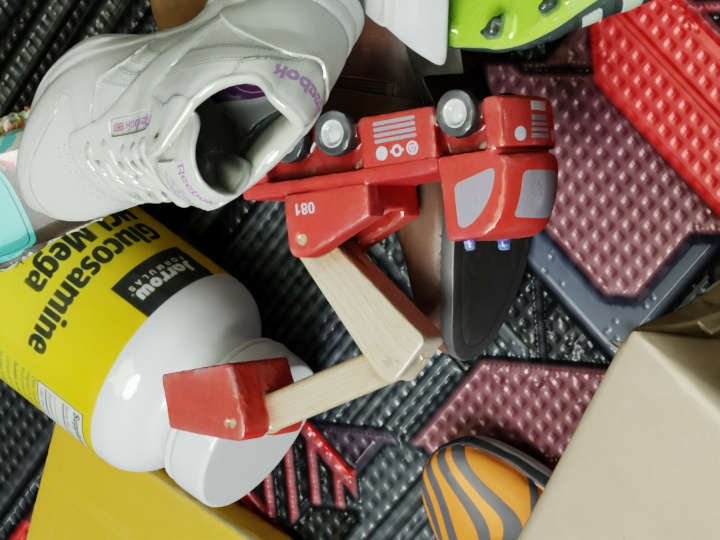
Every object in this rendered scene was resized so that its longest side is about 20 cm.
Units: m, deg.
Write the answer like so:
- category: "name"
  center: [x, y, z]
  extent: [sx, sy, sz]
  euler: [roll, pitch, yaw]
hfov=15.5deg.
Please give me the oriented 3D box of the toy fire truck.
- category: "toy fire truck"
  center: [0.000, 0.000, 1.183]
  extent: [0.199, 0.049, 0.142]
  euler: [-7, 88, 33]

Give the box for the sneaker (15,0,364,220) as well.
- category: "sneaker"
  center: [-0.088, -0.063, 1.165]
  extent: [0.200, 0.100, 0.075]
  euler: [-28, 124, 37]

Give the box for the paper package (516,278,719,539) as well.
- category: "paper package"
  center: [0.174, 0.123, 1.120]
  extent: [0.191, 0.103, 0.200]
  euler: [44, 140, 18]

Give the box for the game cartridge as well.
- category: "game cartridge"
  center: [-0.100, 0.191, 1.415]
  extent: [0.200, 0.032, 0.177]
  euler: [32, 120, 28]

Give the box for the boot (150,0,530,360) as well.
- category: "boot"
  center: [-0.022, -0.052, 1.263]
  extent: [0.199, 0.068, 0.189]
  euler: [-1, 103, 37]

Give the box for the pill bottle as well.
- category: "pill bottle"
  center: [-0.123, 0.028, 1.331]
  extent: [0.200, 0.112, 0.113]
  euler: [35, 121, 23]

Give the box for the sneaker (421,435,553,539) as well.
- category: "sneaker"
  center: [0.076, 0.172, 1.227]
  extent: [0.078, 0.112, 0.200]
  euler: [-42, 77, 36]

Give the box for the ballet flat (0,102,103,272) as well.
- category: "ballet flat"
  center: [-0.158, -0.048, 1.279]
  extent: [0.199, 0.064, 0.076]
  euler: [-16, 115, 6]

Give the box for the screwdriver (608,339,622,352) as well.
- category: "screwdriver"
  center: [0.189, 0.083, 1.171]
  extent: [0.199, 0.028, 0.029]
  euler: [26, 102, 26]

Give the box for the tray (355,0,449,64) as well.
- category: "tray"
  center: [-0.002, -0.182, 1.103]
  extent: [0.107, 0.022, 0.200]
  euler: [45, 151, 33]

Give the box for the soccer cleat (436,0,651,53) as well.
- category: "soccer cleat"
  center: [0.107, -0.135, 1.133]
  extent: [0.199, 0.081, 0.068]
  euler: [-13, 84, 37]
